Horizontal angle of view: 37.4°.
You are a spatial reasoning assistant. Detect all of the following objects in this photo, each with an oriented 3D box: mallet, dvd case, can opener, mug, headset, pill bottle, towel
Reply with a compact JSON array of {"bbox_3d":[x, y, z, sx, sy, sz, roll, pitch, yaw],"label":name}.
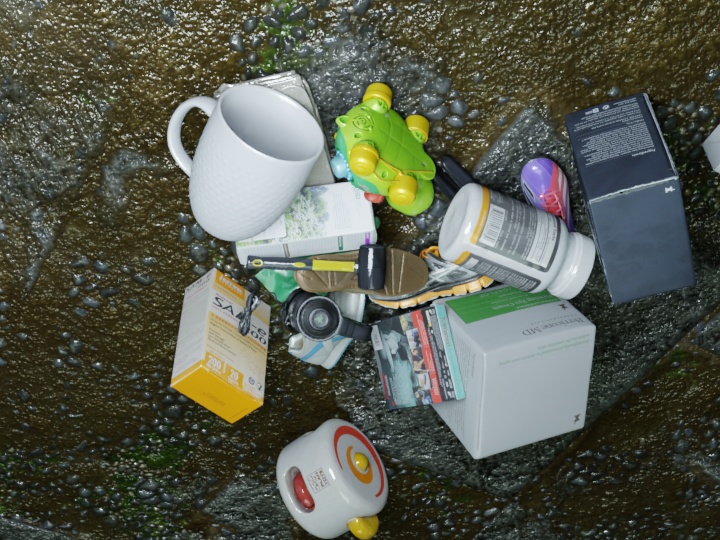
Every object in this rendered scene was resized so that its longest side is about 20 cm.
[{"bbox_3d":[-0.059,-0.017,1.507,0.199,0.041,0.066,10,94,-7],"label":"mallet"},{"bbox_3d":[0.084,0.137,1.650,0.022,0.147,0.200,-10,174,-33],"label":"dvd case"},{"bbox_3d":[0.170,-0.092,1.555,0.063,0.079,0.200,-23,120,27],"label":"can opener"},{"bbox_3d":[-0.169,-0.145,1.401,0.200,0.148,0.176,38,128,6],"label":"mug"},{"bbox_3d":[-0.079,0.077,1.558,0.199,0.123,0.094,21,88,-26],"label":"headset"},{"bbox_3d":[0.219,-0.037,1.491,0.199,0.117,0.117,21,128,-13],"label":"pill bottle"},{"bbox_3d":[-0.117,-0.182,1.475,0.132,0.035,0.201,-9,132,7],"label":"towel"}]

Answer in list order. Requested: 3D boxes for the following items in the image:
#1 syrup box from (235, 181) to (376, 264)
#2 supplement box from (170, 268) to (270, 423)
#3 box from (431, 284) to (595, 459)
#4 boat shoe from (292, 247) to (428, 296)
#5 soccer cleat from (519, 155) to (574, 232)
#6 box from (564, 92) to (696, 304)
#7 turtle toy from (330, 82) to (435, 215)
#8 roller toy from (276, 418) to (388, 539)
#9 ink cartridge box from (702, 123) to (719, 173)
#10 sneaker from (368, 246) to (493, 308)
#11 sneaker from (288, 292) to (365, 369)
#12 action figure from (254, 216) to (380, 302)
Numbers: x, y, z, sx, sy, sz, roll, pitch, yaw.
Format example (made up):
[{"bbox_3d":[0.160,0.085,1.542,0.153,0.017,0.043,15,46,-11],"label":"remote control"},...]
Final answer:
[{"bbox_3d":[-0.080,-0.069,1.520,0.199,0.079,0.081,-8,163,-3],"label":"syrup box"},{"bbox_3d":[-0.209,0.112,1.619,0.073,0.201,0.126,-33,127,28],"label":"supplement box"},{"bbox_3d":[0.227,0.146,1.638,0.198,0.171,0.201,-12,122,-20],"label":"box"},{"bbox_3d":[0.000,0.000,1.569,0.199,0.065,0.072,2,92,-11],"label":"boat shoe"},{"bbox_3d":[0.281,-0.080,1.562,0.068,0.073,0.201,-13,131,10],"label":"soccer cleat"},{"bbox_3d":[0.372,-0.099,1.468,0.123,0.197,0.201,-16,130,10],"label":"box"},{"bbox_3d":[0.035,-0.148,1.457,0.200,0.146,0.101,36,141,-30],"label":"turtle toy"},{"bbox_3d":[-0.044,0.362,1.859,0.139,0.201,0.182,-34,119,24],"label":"roller toy"},{"bbox_3d":[0.604,-0.165,1.508,0.199,0.068,0.115,20,128,-20],"label":"ink cartridge box"},{"bbox_3d":[0.104,0.003,1.636,0.199,0.078,0.078,-15,106,13],"label":"sneaker"},{"bbox_3d":[-0.050,0.077,1.682,0.080,0.077,0.201,16,127,-17],"label":"sneaker"},{"bbox_3d":[-0.047,-0.018,1.612,0.200,0.055,0.118,-36,123,17],"label":"action figure"}]
